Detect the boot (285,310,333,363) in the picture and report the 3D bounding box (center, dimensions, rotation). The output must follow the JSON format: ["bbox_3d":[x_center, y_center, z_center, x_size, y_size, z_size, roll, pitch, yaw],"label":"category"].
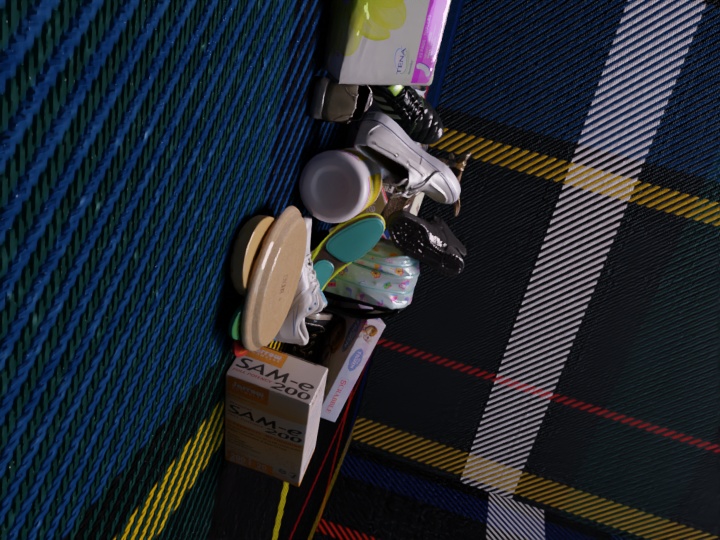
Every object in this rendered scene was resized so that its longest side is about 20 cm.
[{"bbox_3d":[-0.104,0.140,1.191,0.200,0.072,0.152,116,-9,-82],"label":"boot"}]

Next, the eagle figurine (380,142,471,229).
[{"bbox_3d":[0.099,-0.157,1.155,0.151,0.198,0.153,-18,-93,62],"label":"eagle figurine"}]

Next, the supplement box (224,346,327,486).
[{"bbox_3d":[-0.125,0.208,0.961,0.074,0.125,0.201,-63,167,-48],"label":"supplement box"}]

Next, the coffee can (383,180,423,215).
[{"bbox_3d":[0.068,-0.165,1.532,0.147,0.145,0.201,98,11,-50],"label":"coffee can"}]

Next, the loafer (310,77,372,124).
[{"bbox_3d":[-0.018,-0.244,0.987,0.200,0.069,0.076,-55,161,-69],"label":"loafer"}]

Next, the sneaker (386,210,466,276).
[{"bbox_3d":[0.112,-0.057,1.125,0.060,0.199,0.105,-42,-148,23],"label":"sneaker"}]

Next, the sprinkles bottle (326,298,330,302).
[{"bbox_3d":[-0.046,0.014,1.360,0.068,0.068,0.202,-56,161,-68],"label":"sprinkles bottle"}]

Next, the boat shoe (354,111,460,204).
[{"bbox_3d":[0.067,-0.142,1.002,0.074,0.202,0.087,-2,-123,51],"label":"boat shoe"}]

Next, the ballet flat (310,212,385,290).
[{"bbox_3d":[-0.046,-0.029,1.050,0.200,0.067,0.067,-44,-148,15],"label":"ballet flat"}]

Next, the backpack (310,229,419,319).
[{"bbox_3d":[0.000,0.000,1.152,0.167,0.198,0.128,-57,160,-65],"label":"backpack"}]

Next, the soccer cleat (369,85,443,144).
[{"bbox_3d":[0.058,-0.273,1.061,0.068,0.200,0.081,-47,-166,2],"label":"soccer cleat"}]

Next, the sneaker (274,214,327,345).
[{"bbox_3d":[-0.086,0.018,0.998,0.075,0.086,0.202,-45,150,-72],"label":"sneaker"}]

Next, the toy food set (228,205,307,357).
[{"bbox_3d":[-0.120,0.012,0.863,0.200,0.048,0.200,-59,164,-66],"label":"toy food set"}]

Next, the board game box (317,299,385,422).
[{"bbox_3d":[-0.042,0.142,1.246,0.201,0.041,0.200,-63,-158,10],"label":"board game box"}]

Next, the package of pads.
[{"bbox_3d":[0.037,-0.345,0.881,0.068,0.153,0.202,-125,-143,-47],"label":"package of pads"}]

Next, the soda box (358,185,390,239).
[{"bbox_3d":[0.030,-0.101,1.327,0.068,0.063,0.202,-29,103,-81],"label":"soda box"}]

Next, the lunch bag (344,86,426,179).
[{"bbox_3d":[0.044,-0.267,1.219,0.200,0.126,0.171,-82,-172,-69],"label":"lunch bag"}]

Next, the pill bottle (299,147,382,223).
[{"bbox_3d":[-0.023,-0.138,1.052,0.200,0.103,0.105,-46,152,-74],"label":"pill bottle"}]
